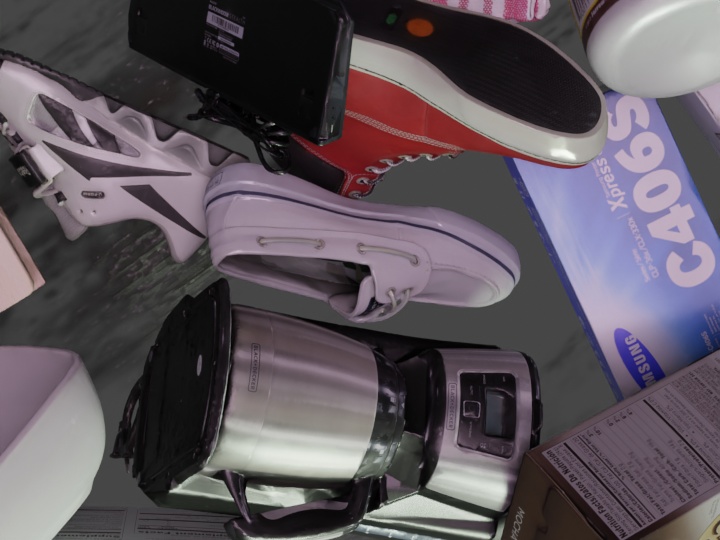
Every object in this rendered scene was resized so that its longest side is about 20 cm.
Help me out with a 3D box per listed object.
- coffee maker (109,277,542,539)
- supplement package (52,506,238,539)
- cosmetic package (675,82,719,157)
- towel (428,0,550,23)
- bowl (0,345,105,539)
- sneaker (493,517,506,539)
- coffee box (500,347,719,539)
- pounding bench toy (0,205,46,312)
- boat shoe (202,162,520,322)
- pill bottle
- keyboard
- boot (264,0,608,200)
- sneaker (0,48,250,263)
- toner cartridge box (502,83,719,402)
[{"bbox_3d":[-0.019,0.084,1.086,0.199,0.192,0.135,13,91,-20],"label":"coffee maker"},{"bbox_3d":[-0.137,0.249,1.108,0.155,0.111,0.201,2,97,-5],"label":"supplement package"},{"bbox_3d":[0.270,-0.163,1.117,0.200,0.074,0.102,-37,97,2],"label":"cosmetic package"},{"bbox_3d":[0.006,-0.208,1.060,0.199,0.030,0.147,1,110,20],"label":"towel"},{"bbox_3d":[-0.238,0.133,1.032,0.200,0.199,0.075,-48,118,-32],"label":"bowl"},{"bbox_3d":[0.166,0.178,1.116,0.199,0.112,0.073,6,125,-6],"label":"sneaker"},{"bbox_3d":[0.180,0.121,1.056,0.199,0.113,0.080,-25,55,-28],"label":"coffee box"},{"bbox_3d":[-0.279,-0.044,1.035,0.124,0.156,0.201,-31,94,-6],"label":"pounding bench toy"},{"bbox_3d":[0.000,0.000,1.092,0.199,0.074,0.067,13,55,-18],"label":"boat shoe"},{"bbox_3d":[0.156,-0.204,1.050,0.109,0.109,0.201,-11,63,-3],"label":"pill bottle"},{"bbox_3d":[-0.064,-0.124,1.054,0.039,0.200,0.105,-4,115,-39],"label":"keyboard"},{"bbox_3d":[0.039,-0.077,1.073,0.199,0.073,0.145,23,138,14],"label":"boot"},{"bbox_3d":[-0.171,-0.067,1.089,0.199,0.074,0.089,25,92,-6],"label":"sneaker"},{"bbox_3d":[0.167,-0.009,1.138,0.095,0.043,0.201,-26,98,0],"label":"toner cartridge box"}]
